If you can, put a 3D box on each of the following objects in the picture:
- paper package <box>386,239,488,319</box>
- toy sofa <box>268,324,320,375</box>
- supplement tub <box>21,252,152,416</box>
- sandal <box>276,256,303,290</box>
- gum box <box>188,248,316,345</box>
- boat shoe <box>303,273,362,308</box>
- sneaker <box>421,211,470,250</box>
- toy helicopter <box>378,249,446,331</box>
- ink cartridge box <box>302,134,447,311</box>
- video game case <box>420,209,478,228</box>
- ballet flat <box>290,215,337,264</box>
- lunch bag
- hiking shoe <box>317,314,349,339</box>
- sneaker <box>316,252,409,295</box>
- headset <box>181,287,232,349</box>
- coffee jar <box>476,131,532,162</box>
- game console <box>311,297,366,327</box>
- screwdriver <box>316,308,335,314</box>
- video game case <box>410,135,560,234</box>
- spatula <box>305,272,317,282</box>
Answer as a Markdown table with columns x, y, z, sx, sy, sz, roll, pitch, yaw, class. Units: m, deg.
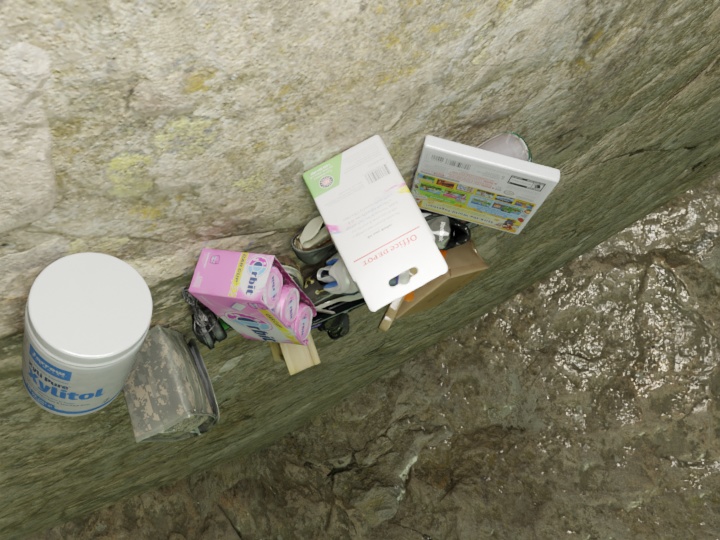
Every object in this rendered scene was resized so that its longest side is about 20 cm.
| x | y | z | sx | sy | sz | roll | pitch | yaw | class |
| --- | --- | --- | --- | --- | --- | --- | --- | --- | --- |
| 0.169 | 0.012 | 1.295 | 0.188 | 0.105 | 0.200 | -11 | 156 | -47 | paper package |
| -0.131 | 0.144 | 1.119 | 0.096 | 0.085 | 0.199 | -20 | -175 | -18 | toy sofa |
| -0.335 | 0.085 | 0.664 | 0.130 | 0.134 | 0.200 | -14 | 158 | -38 | supplement tub |
| -0.133 | 0.007 | 0.892 | 0.078 | 0.059 | 0.201 | 12 | 172 | -9 | sandal |
| -0.148 | 0.047 | 0.803 | 0.110 | 0.068 | 0.201 | 6 | 156 | 17 | gum box |
| -0.068 | 0.033 | 1.005 | 0.196 | 0.062 | 0.072 | -17 | -165 | 3 | boat shoe |
| 0.111 | -0.070 | 0.942 | 0.195 | 0.069 | 0.090 | 1 | -173 | -30 | sneaker |
| 0.086 | 0.025 | 1.071 | 0.203 | 0.078 | 0.132 | -62 | -178 | -5 | toy helicopter |
| 0.020 | -0.054 | 0.700 | 0.115 | 0.203 | 0.067 | -26 | 164 | -1 | ink cartridge box |
| 0.186 | -0.111 | 1.105 | 0.196 | 0.026 | 0.181 | -22 | 162 | -18 | video game case |
| -0.023 | -0.072 | 0.823 | 0.198 | 0.069 | 0.068 | -33 | 150 | 15 | ballet flat |
| -0.326 | 0.205 | 0.962 | 0.115 | 0.167 | 0.200 | -24 | 163 | -2 | lunch bag |
| -0.077 | 0.103 | 1.250 | 0.098 | 0.077 | 0.202 | -13 | 150 | -16 | hiking shoe |
| 0.000 | 0.000 | 0.904 | 0.142 | 0.083 | 0.200 | 3 | 180 | -3 | sneaker |
| -0.235 | 0.066 | 0.912 | 0.122 | 0.095 | 0.200 | -33 | 178 | 5 | headset |
| 0.250 | -0.147 | 0.949 | 0.103 | 0.087 | 0.200 | -27 | 154 | 10 | coffee jar |
| -0.054 | 0.062 | 1.066 | 0.196 | 0.032 | 0.176 | -23 | -164 | -16 | game console |
| -0.114 | 0.057 | 0.943 | 0.197 | 0.030 | 0.028 | 0 | -161 | 44 | screwdriver |
| 0.179 | -0.126 | 0.845 | 0.195 | 0.023 | 0.183 | 15 | 159 | 3 | video game case |
| -0.043 | -0.022 | 1.004 | 0.056 | 0.021 | 0.199 | -11 | 156 | -49 | spatula |
